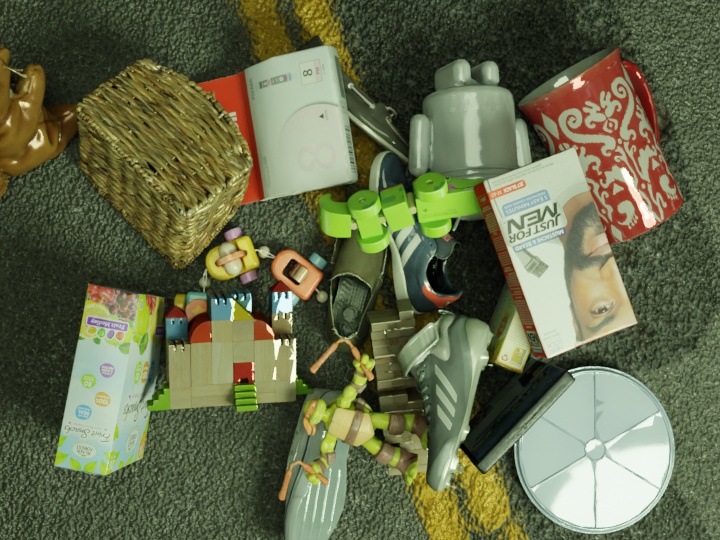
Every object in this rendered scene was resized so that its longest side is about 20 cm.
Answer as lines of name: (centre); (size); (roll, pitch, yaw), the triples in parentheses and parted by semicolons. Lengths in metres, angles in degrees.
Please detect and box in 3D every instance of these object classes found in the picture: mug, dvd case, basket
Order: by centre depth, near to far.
dvd case: (0.172, 0.163, 1.216); (0.018, 0.200, 0.143); (44, 88, -1)
mug: (0.311, -0.157, 1.266); (0.176, 0.133, 0.202); (-32, 98, -9)
basket: (-0.230, -0.134, 1.272); (0.200, 0.149, 0.143); (43, 64, 9)

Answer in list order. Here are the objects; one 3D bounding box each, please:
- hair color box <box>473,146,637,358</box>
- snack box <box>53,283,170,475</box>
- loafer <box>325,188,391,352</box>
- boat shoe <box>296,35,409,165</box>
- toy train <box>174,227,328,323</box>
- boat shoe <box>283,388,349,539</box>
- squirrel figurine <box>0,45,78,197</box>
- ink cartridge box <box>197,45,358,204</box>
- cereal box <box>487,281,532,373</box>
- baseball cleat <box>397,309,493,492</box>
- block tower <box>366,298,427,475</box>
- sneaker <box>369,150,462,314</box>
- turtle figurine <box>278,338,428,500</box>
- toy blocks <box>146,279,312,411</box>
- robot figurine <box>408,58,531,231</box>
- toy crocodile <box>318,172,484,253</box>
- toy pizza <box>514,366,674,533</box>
hair color box: (0.211, -0.019, 1.152); (0.110, 0.064, 0.203); (-21, 91, -5)
snack box: (-0.282, 0.123, 1.224); (0.067, 0.169, 0.203); (11, 88, 3)
loafer: (0.000, 0.000, 1.286); (0.074, 0.070, 0.203); (7, 87, -1)
boat shoe: (-0.002, -0.211, 1.299); (0.199, 0.067, 0.057); (40, 92, 4)
toy train: (-0.139, 0.034, 1.289); (0.150, 0.056, 0.200); (42, 87, 1)
boat shoe: (-0.056, 0.242, 1.278); (0.073, 0.066, 0.203); (22, 83, -38)
squirrel figurine: (-0.441, -0.165, 1.226); (0.141, 0.187, 0.201); (34, 87, 0)
ink cartridge box: (-0.110, -0.168, 1.272); (0.197, 0.057, 0.165); (-10, 90, 11)
cereal box: (0.199, 0.019, 1.253); (0.039, 0.144, 0.202); (23, 88, -1)
baseball cleat: (0.083, 0.142, 1.181); (0.105, 0.070, 0.202); (16, 64, 7)
block tower: (0.045, 0.139, 1.262); (0.057, 0.054, 0.203); (-6, 105, -2)
sneaker: (0.073, -0.050, 1.269); (0.084, 0.075, 0.203); (-9, 103, 35)
turtle figurine: (-0.006, 0.189, 1.218); (0.159, 0.064, 0.202); (22, 95, -6)
toy blocks: (-0.153, 0.084, 1.240); (0.197, 0.100, 0.139); (-2, 101, -14)
robot figurine: (0.132, -0.148, 1.274); (0.167, 0.113, 0.203); (-3, 87, -21)
toy crocodile: (0.047, -0.074, 1.213); (0.197, 0.062, 0.068); (-13, 131, 7)
toy pizza: (0.286, 0.220, 1.301); (0.197, 0.032, 0.204); (0, 86, 0)
